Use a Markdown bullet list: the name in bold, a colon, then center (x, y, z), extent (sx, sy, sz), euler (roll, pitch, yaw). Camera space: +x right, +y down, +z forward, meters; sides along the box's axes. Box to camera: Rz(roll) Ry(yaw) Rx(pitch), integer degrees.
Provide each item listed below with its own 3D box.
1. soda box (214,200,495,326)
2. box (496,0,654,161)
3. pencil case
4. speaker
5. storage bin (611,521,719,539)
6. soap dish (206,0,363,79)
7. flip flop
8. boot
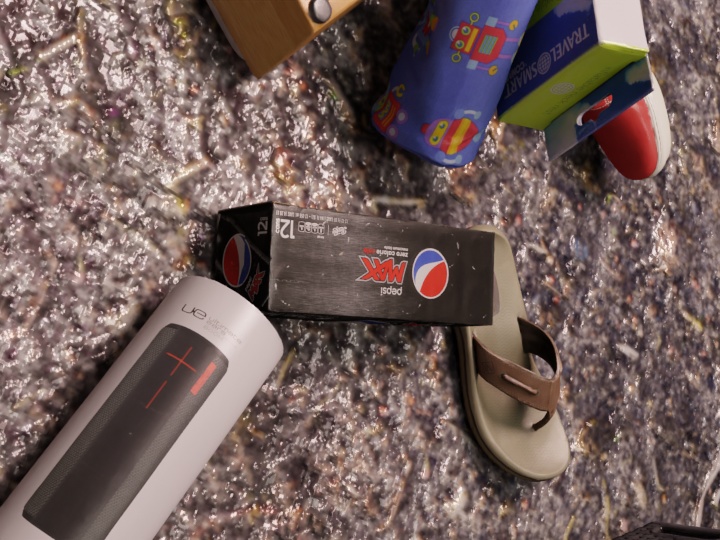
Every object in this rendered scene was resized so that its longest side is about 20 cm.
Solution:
- **soda box**: center (0.000, 0.000, 0.932), extent (0.199, 0.063, 0.071), euler (6, 85, -40)
- **box**: center (0.135, -0.191, 0.954), extent (0.047, 0.122, 0.202), euler (7, 68, -27)
- **pencil case**: center (0.073, -0.168, 0.933), extent (0.077, 0.087, 0.201), euler (13, 118, -17)
- **speaker**: center (-0.128, 0.100, 0.807), extent (0.081, 0.081, 0.200), euler (51, 59, -27)
- **storage bin**: center (0.252, 0.309, 1.086), extent (0.093, 0.135, 0.202), euler (-12, 96, -40)
- **soap dish**: center (-0.029, -0.243, 0.907), extent (0.200, 0.081, 0.158), euler (-42, 114, -32)
- **flip flop**: center (0.116, 0.063, 1.032), extent (0.081, 0.057, 0.202), euler (-21, 102, -39)
- **boot**: center (0.151, -0.136, 1.067), extent (0.144, 0.072, 0.201), euler (-38, 104, -35)
